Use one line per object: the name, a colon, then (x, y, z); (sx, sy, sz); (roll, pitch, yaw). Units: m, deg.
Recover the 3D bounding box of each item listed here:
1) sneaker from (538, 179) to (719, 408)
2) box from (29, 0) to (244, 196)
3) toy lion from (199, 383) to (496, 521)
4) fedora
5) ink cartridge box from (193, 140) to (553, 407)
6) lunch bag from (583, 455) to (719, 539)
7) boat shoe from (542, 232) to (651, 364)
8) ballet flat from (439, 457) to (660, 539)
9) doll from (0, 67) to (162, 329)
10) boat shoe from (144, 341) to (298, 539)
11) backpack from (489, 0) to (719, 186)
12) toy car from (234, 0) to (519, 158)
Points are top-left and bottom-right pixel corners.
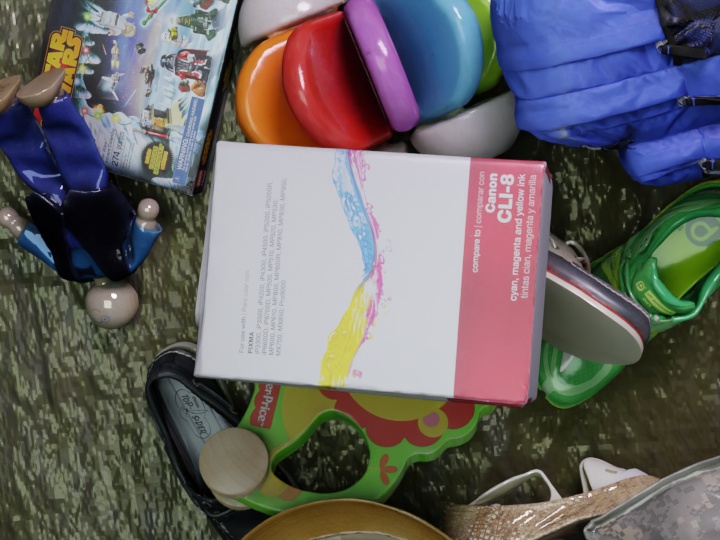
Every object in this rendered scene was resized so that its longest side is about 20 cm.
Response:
sneaker: (0.190, 0.014, 1.130); (0.074, 0.084, 0.200); (43, 103, 1)
box: (-0.158, -0.168, 1.187); (0.136, 0.040, 0.201); (15, 100, 8)
toy lion: (0.001, 0.084, 1.155); (0.191, 0.069, 0.201); (12, 72, 6)
fedora: (-0.009, 0.250, 1.103); (0.200, 0.082, 0.201); (2, 115, 4)
ink cartridge box: (0.013, 0.003, 1.008); (0.199, 0.145, 0.145); (4, 89, 8)
lunch bag: (0.280, 0.193, 1.090); (0.200, 0.164, 0.118); (-33, 47, 12)
boat shoe: (0.118, -0.002, 1.118); (0.200, 0.063, 0.071); (28, 145, 31)
ballet flat: (0.149, 0.168, 1.166); (0.199, 0.071, 0.066); (-12, 65, -1)
doll: (-0.210, -0.045, 1.184); (0.136, 0.049, 0.201); (-7, 121, 26)
boat shoe: (-0.099, 0.148, 1.206); (0.074, 0.066, 0.200); (-24, 93, 11)
backpack: (0.185, -0.138, 1.023); (0.199, 0.163, 0.169); (-9, 99, 10)
toy car: (0.007, -0.136, 1.107); (0.199, 0.150, 0.176); (-22, 93, 12)
